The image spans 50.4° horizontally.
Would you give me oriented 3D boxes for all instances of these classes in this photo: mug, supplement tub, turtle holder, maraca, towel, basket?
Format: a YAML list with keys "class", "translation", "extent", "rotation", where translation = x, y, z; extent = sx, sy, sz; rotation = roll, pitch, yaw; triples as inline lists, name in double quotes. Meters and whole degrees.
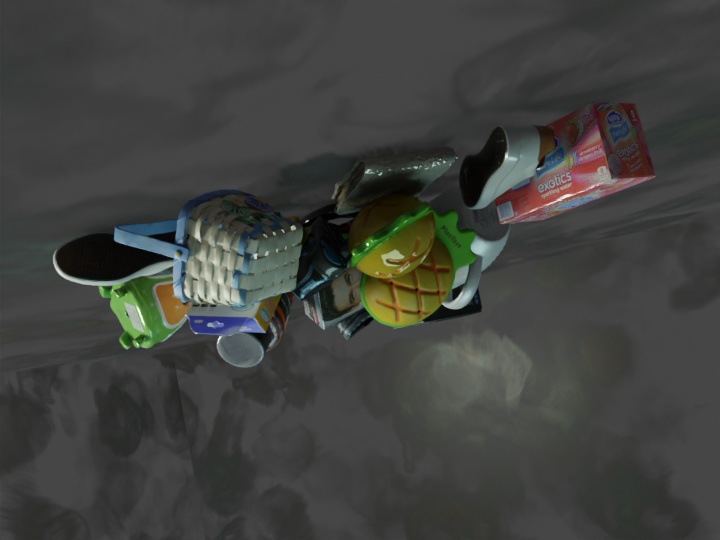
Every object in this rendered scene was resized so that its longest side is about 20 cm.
- class: "mug"
  translation: [0.162, -0.035, 1.264]
  extent: [0.146, 0.203, 0.175]
  rotation: [12, 157, -21]
- class: "supplement tub"
  translation: [-0.156, 0.051, 1.148]
  extent: [0.106, 0.108, 0.201]
  rotation: [-14, -145, 18]
- class: "turtle holder"
  translation: [-0.381, 0.065, 1.377]
  extent: [0.131, 0.142, 0.185]
  rotation: [-28, 173, -31]
- class: "maraca"
  translation: [0.087, -0.003, 1.156]
  extent: [0.200, 0.137, 0.107]
  rotation: [-46, -157, 5]
- class: "towel"
  translation: [0.038, -0.121, 1.036]
  extent: [0.131, 0.035, 0.200]
  rotation: [-11, 172, -18]
- class: "maraca"
  translation: [0.041, -0.047, 1.014]
  extent: [0.137, 0.107, 0.200]
  rotation: [-37, 176, 1]
- class: "basket"
  translation: [-0.182, -0.034, 0.967]
  extent: [0.197, 0.141, 0.176]
  rotation: [11, -166, 21]

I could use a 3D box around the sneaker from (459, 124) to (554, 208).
- class: "sneaker"
  translation: [0.190, -0.130, 0.990]
  extent: [0.083, 0.074, 0.200]
  rotation: [-8, 171, -13]

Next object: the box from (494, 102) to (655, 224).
- class: "box"
  translation: [0.272, -0.139, 1.018]
  extent: [0.094, 0.104, 0.199]
  rotation: [-8, 171, -35]

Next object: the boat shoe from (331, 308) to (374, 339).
- class: "boat shoe"
  translation: [0.014, 0.030, 1.316]
  extent: [0.200, 0.091, 0.071]
  rotation: [-43, 167, -22]

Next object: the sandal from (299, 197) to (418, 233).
- class: "sandal"
  translation: [0.001, -0.085, 1.209]
  extent: [0.197, 0.046, 0.075]
  rotation: [-11, 175, -14]

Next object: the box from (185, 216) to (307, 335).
- class: "box"
  translation: [-0.161, 0.013, 1.070]
  extent: [0.118, 0.202, 0.042]
  rotation: [0, 143, 28]

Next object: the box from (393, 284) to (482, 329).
- class: "box"
  translation: [0.126, -0.006, 1.420]
  extent: [0.162, 0.203, 0.086]
  rotation: [-5, 172, -40]

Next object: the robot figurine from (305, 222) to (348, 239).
- class: "robot figurine"
  translation: [-0.084, -0.014, 1.338]
  extent: [0.173, 0.117, 0.200]
  rotation: [-21, 172, 10]

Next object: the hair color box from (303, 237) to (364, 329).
- class: "hair color box"
  translation: [0.000, 0.000, 1.222]
  extent: [0.198, 0.100, 0.060]
  rotation: [-27, -142, -25]

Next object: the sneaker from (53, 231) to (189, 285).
- class: "sneaker"
  translation: [-0.339, -0.012, 1.083]
  extent: [0.198, 0.074, 0.084]
  rotation: [-8, 170, -40]

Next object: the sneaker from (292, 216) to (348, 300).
- class: "sneaker"
  translation: [-0.063, -0.020, 1.097]
  extent: [0.082, 0.073, 0.200]
  rotation: [-44, -173, 13]
